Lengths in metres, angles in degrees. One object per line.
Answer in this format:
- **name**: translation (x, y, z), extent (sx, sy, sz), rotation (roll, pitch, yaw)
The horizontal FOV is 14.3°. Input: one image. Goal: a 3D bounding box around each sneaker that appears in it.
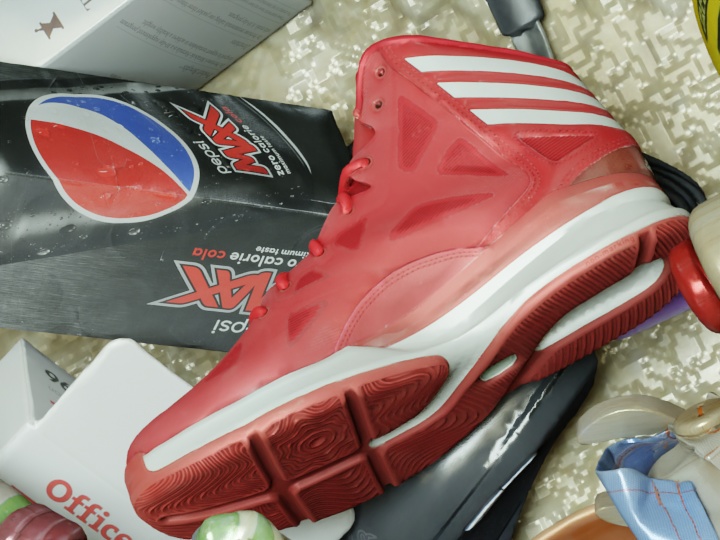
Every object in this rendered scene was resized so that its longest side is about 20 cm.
- **sneaker**: translation (0.000, 0.000, 0.935), extent (0.199, 0.078, 0.116), rotation (-26, 60, -6)

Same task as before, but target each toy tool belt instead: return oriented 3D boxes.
- **toy tool belt**: translation (0.120, 0.083, 0.883), extent (0.123, 0.125, 0.200), rotation (-29, 90, 15)

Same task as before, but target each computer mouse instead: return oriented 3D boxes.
- **computer mouse**: translation (0.019, 0.020, 0.986), extent (0.140, 0.046, 0.200), rotation (44, 110, 28)

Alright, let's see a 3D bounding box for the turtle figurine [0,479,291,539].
- **turtle figurine**: translation (-0.078, 0.132, 0.842), extent (0.193, 0.200, 0.144), rotation (21, 130, 19)

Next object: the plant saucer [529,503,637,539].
- **plant saucer**: translation (0.117, 0.172, 0.959), extent (0.199, 0.032, 0.201), rotation (-2, 83, 19)

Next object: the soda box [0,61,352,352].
- **soda box**: translation (-0.099, -0.023, 0.960), extent (0.071, 0.199, 0.063), rotation (-63, 34, 34)

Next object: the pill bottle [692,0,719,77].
- **pill bottle**: translation (0.162, -0.078, 0.872), extent (0.114, 0.200, 0.115), rotation (-2, 117, -3)

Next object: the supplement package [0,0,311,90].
- **supplement package**: translation (-0.139, -0.089, 1.029), extent (0.200, 0.109, 0.114), rotation (-36, 74, 12)

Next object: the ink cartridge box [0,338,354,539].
- **ink cartridge box**: translation (-0.110, 0.109, 0.990), extent (0.116, 0.068, 0.200), rotation (39, 103, -23)

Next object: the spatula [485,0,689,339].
- **spatula**: translation (0.061, -0.071, 1.006), extent (0.056, 0.021, 0.201), rotation (-27, 75, 26)
